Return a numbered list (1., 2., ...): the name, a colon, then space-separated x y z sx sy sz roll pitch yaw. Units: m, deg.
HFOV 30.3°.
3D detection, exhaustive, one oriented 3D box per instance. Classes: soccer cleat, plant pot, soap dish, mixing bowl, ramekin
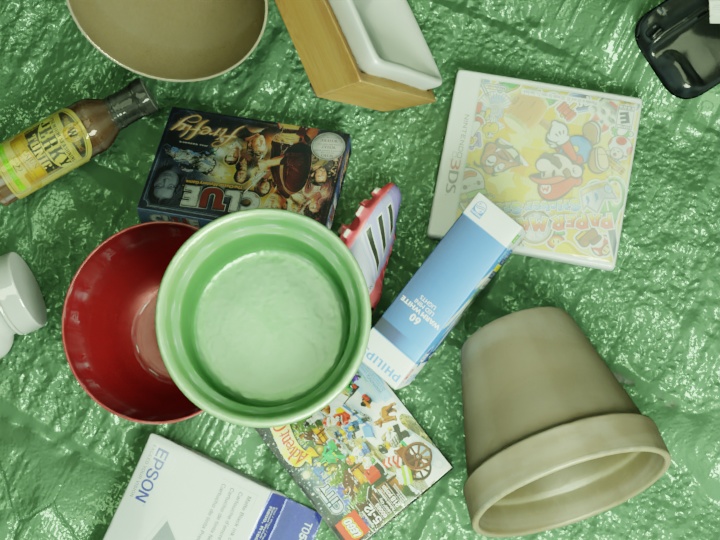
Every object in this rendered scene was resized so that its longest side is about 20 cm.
1. soccer cleat: 0.000 0.000 1.362 0.076 0.067 0.201 35 62 -8
2. plant pot: 0.176 0.139 1.286 0.198 0.200 0.175 -19 62 3
3. plant pot: -0.181 -0.309 1.318 0.198 0.201 0.135 2 47 6
4. soap dish: -0.005 -0.242 1.354 0.081 0.200 0.159 -28 80 23
5. mixing bowl: -0.196 0.058 1.363 0.198 0.108 0.203 -1 81 5
6. ramekin: -0.088 0.049 1.252 0.197 0.098 0.203 0 80 1

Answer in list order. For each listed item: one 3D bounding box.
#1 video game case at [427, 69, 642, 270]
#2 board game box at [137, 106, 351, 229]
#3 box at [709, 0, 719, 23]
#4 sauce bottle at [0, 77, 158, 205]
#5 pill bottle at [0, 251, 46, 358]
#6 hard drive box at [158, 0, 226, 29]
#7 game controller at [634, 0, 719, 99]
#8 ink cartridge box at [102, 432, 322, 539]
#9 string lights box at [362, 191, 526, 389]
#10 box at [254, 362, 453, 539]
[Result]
1. video game case: 0.183 -0.107 1.393 0.198 0.023 0.184 10 82 7
2. board game box: -0.119 -0.095 1.393 0.198 0.035 0.137 9 60 7
3. box: 0.390 -0.348 1.373 0.041 0.039 0.202 5 66 18
4. sauce bottle: -0.313 -0.143 1.431 0.199 0.065 0.065 -31 79 1
5. pill bottle: -0.436 0.058 1.387 0.198 0.112 0.113 -23 79 2
6. hard drive box: -0.207 -0.347 1.445 0.154 0.077 0.202 -19 80 3
7. game controller: 0.389 -0.267 1.394 0.199 0.042 0.105 -33 93 1
8. ink cartridge box: -0.166 0.297 1.356 0.198 0.041 0.201 23 84 9
9. string lights box: 0.081 0.021 1.330 0.059 0.103 0.201 38 95 9
10. box: -0.018 0.167 1.362 0.136 0.038 0.200 -39 79 -2
